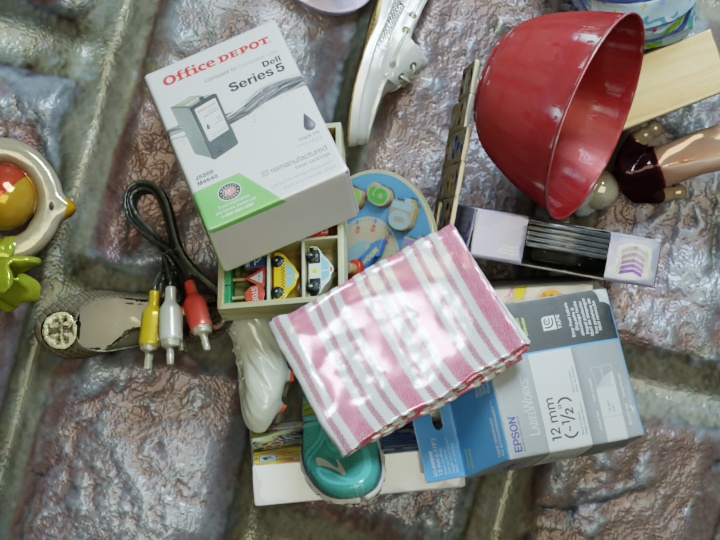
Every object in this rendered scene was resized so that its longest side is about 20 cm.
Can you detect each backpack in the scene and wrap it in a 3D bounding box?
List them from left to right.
[{"bbox_3d":[0.262,-0.306,1.590,0.162,0.200,0.155,-9,114,-4],"label":"backpack"}]

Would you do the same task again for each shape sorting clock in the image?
[{"bbox_3d":[0.000,0.000,1.590,0.039,0.199,0.202,14,90,-47],"label":"shape sorting clock"}]

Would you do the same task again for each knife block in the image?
[{"bbox_3d":[0.240,-0.164,1.606,0.175,0.200,0.064,-24,94,-33],"label":"knife block"}]

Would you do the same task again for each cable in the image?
[{"bbox_3d":[-0.184,-0.005,1.598,0.096,0.050,0.202,-17,75,13],"label":"cable"}]

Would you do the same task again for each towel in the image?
[{"bbox_3d":[0.034,0.059,1.452,0.199,0.030,0.147,-28,68,-12],"label":"towel"}]

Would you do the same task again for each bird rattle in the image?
[{"bbox_3d":[-0.377,-0.059,1.612,0.163,0.113,0.200,-42,81,-14],"label":"bird rattle"}]

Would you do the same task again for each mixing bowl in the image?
[{"bbox_3d":[0.173,-0.159,1.511,0.108,0.200,0.201,23,89,22],"label":"mixing bowl"}]

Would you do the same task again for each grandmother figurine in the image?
[{"bbox_3d":[0.302,-0.104,1.648,0.199,0.061,0.122,-19,128,11],"label":"grandmother figurine"}]

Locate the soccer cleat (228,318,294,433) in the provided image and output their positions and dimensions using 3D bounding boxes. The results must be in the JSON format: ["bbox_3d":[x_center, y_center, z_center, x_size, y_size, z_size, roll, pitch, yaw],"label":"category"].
[{"bbox_3d":[-0.108,0.059,1.617,0.077,0.069,0.202,13,74,-29],"label":"soccer cleat"}]

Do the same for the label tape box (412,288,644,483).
[{"bbox_3d":[0.145,0.105,1.497,0.198,0.066,0.144,-8,75,-17],"label":"label tape box"}]

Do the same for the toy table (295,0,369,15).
[{"bbox_3d":[-0.051,-0.349,1.603,0.184,0.117,0.200,-44,95,-2],"label":"toy table"}]

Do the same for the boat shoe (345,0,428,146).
[{"bbox_3d":[0.035,-0.216,1.635,0.069,0.071,0.202,16,89,-4],"label":"boat shoe"}]

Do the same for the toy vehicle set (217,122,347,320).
[{"bbox_3d":[-0.076,-0.049,1.592,0.123,0.027,0.201,-6,61,7],"label":"toy vehicle set"}]

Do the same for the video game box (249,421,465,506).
[{"bbox_3d":[-0.008,0.179,1.584,0.198,0.182,0.047,-5,94,-5],"label":"video game box"}]

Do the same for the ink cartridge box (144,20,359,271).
[{"bbox_3d":[-0.107,-0.122,1.572,0.145,0.084,0.201,-24,60,-4],"label":"ink cartridge box"}]

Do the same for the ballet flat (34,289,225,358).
[{"bbox_3d":[-0.228,0.053,1.631,0.198,0.046,0.068,-2,93,-5],"label":"ballet flat"}]

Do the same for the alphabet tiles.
[{"bbox_3d":[0.091,-0.103,1.594,0.007,0.167,0.202,10,90,-3],"label":"alphabet tiles"}]

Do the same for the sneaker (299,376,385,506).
[{"bbox_3d":[-0.026,0.125,1.479,0.077,0.080,0.201,-12,48,-2],"label":"sneaker"}]

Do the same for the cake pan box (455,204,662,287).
[{"bbox_3d":[0.183,-0.025,1.588,0.182,0.200,0.053,8,93,-2],"label":"cake pan box"}]

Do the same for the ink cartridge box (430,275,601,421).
[{"bbox_3d":[0.153,0.074,1.624,0.198,0.125,0.130,-4,92,-4],"label":"ink cartridge box"}]
